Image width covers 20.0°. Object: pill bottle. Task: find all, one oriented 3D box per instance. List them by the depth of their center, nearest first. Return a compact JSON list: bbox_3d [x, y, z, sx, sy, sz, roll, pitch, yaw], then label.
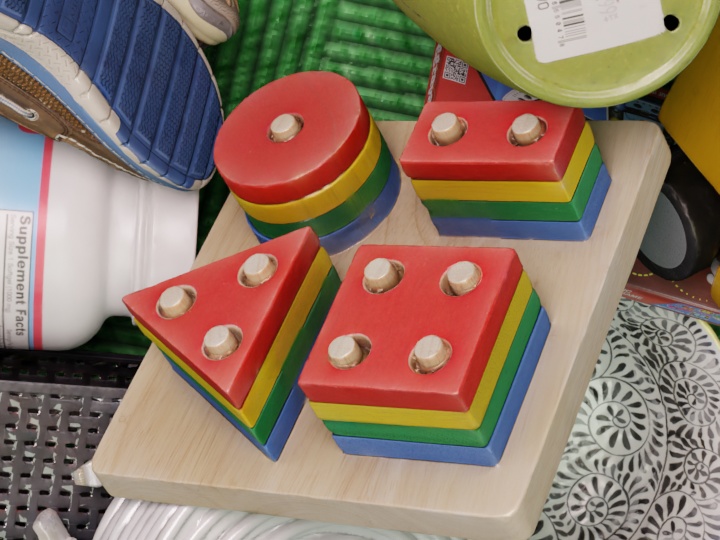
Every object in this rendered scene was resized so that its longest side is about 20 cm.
[{"bbox_3d":[-0.176,-0.019,0.931,0.200,0.109,0.109,3,120,-7],"label":"pill bottle"}]

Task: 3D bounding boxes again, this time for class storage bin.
[{"bbox_3d":[-0.158,0.088,0.946,0.200,0.135,0.094,6,93,-23],"label":"storage bin"}]

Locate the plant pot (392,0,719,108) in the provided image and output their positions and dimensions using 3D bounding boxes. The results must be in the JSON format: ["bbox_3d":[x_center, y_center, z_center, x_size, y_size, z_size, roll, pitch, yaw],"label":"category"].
[{"bbox_3d":[0.079,-0.148,0.824,0.187,0.200,0.187,-2,121,-4],"label":"plant pot"}]

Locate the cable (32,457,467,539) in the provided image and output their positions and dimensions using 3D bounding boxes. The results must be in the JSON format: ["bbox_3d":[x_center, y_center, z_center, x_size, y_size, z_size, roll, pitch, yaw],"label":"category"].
[{"bbox_3d":[-0.024,0.154,0.897,0.200,0.069,0.200,-21,104,-21],"label":"cable"}]

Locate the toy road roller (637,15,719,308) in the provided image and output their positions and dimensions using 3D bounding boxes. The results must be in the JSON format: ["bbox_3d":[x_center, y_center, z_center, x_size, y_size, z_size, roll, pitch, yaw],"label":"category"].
[{"bbox_3d":[0.213,-0.042,0.870,0.123,0.146,0.200,-26,154,-26],"label":"toy road roller"}]

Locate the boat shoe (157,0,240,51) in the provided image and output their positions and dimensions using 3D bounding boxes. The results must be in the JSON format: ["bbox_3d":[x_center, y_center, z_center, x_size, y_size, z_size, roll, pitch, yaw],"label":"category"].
[{"bbox_3d":[-0.143,-0.149,0.879,0.200,0.075,0.073,39,110,-22],"label":"boat shoe"}]

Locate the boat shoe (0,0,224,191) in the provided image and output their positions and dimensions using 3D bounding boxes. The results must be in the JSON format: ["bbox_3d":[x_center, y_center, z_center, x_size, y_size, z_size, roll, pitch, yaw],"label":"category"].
[{"bbox_3d":[-0.134,-0.097,0.849,0.072,0.072,0.200,-6,146,35],"label":"boat shoe"}]

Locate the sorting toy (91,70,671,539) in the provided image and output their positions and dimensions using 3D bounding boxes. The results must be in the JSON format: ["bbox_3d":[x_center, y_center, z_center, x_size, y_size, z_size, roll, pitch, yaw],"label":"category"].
[{"bbox_3d":[0.000,0.000,0.832,0.199,0.200,0.070,2,141,31],"label":"sorting toy"}]

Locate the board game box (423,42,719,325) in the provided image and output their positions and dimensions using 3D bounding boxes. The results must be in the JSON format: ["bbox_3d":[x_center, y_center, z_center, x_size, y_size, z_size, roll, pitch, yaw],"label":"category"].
[{"bbox_3d":[0.122,-0.040,0.956,0.200,0.103,0.019,16,162,-14],"label":"board game box"}]

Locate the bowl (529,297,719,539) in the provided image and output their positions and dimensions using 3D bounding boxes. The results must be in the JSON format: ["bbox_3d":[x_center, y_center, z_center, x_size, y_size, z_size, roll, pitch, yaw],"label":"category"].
[{"bbox_3d":[0.081,0.085,1.007,0.200,0.094,0.201,-2,99,-12],"label":"bowl"}]

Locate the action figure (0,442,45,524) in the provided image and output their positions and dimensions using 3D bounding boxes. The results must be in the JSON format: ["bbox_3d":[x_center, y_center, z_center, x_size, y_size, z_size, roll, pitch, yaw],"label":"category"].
[{"bbox_3d":[-0.199,0.120,1.042,0.118,0.055,0.200,-21,113,9],"label":"action figure"}]
